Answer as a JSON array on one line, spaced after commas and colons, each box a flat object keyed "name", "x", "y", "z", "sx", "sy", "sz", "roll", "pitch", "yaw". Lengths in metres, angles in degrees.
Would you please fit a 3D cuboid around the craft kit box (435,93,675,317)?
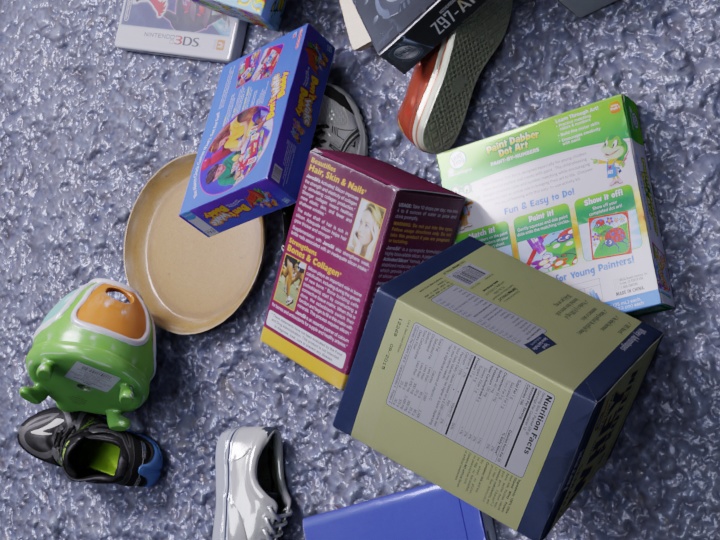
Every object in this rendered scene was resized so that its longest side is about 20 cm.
[{"name": "craft kit box", "x": 0.177, "y": -0.040, "z": 1.243, "sx": 0.198, "sy": 0.048, "sz": 0.200, "roll": -15, "pitch": 77, "yaw": 29}]

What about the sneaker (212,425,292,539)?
[{"name": "sneaker", "x": -0.107, "y": 0.256, "z": 1.358, "sx": 0.070, "sy": 0.073, "sz": 0.203, "roll": -14, "pitch": 75, "yaw": 33}]

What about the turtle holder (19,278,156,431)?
[{"name": "turtle holder", "x": -0.286, "y": 0.094, "z": 1.461, "sx": 0.139, "sy": 0.186, "sz": 0.133, "roll": 8, "pitch": 60, "yaw": 7}]

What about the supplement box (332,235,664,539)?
[{"name": "supplement box", "x": 0.120, "y": 0.091, "z": 1.129, "sx": 0.198, "sy": 0.200, "sz": 0.136, "roll": 27, "pitch": 115, "yaw": 19}]

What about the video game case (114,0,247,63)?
[{"name": "video game case", "x": -0.193, "y": -0.345, "z": 1.531, "sx": 0.181, "sy": 0.023, "sz": 0.203, "roll": 12, "pitch": 89, "yaw": 33}]

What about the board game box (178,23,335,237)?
[{"name": "board game box", "x": -0.106, "y": -0.145, "z": 1.373, "sx": 0.134, "sy": 0.045, "sz": 0.202, "roll": -18, "pitch": 48, "yaw": 40}]

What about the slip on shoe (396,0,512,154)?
[{"name": "slip on shoe", "x": 0.090, "y": -0.215, "z": 1.310, "sx": 0.061, "sy": 0.074, "sz": 0.202, "roll": 28, "pitch": 98, "yaw": 46}]

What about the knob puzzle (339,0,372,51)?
[{"name": "knob puzzle", "x": 0.058, "y": -0.345, "z": 1.370, "sx": 0.217, "sy": 0.030, "sz": 0.223, "roll": -6, "pitch": 79, "yaw": 32}]

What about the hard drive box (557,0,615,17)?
[{"name": "hard drive box", "x": 0.255, "y": -0.351, "z": 1.221, "sx": 0.198, "sy": 0.077, "sz": 0.158, "roll": -23, "pitch": 71, "yaw": 28}]

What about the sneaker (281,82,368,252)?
[{"name": "sneaker", "x": -0.043, "y": -0.101, "z": 1.364, "sx": 0.075, "sy": 0.087, "sz": 0.203, "roll": -8, "pitch": 77, "yaw": 32}]

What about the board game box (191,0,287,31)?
[{"name": "board game box", "x": -0.113, "y": -0.375, "z": 1.419, "sx": 0.102, "sy": 0.105, "sz": 0.202, "roll": 18, "pitch": 93, "yaw": 6}]

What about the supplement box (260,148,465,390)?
[{"name": "supplement box", "x": 0.000, "y": 0.000, "z": 1.287, "sx": 0.130, "sy": 0.102, "sz": 0.202, "roll": 28, "pitch": 107, "yaw": 42}]

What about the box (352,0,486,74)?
[{"name": "box", "x": 0.056, "y": -0.315, "z": 1.296, "sx": 0.160, "sy": 0.043, "sz": 0.201, "roll": -39, "pitch": 50, "yaw": 22}]

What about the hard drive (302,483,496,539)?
[{"name": "hard drive", "x": 0.041, "y": 0.284, "z": 1.289, "sx": 0.198, "sy": 0.025, "sz": 0.134, "roll": -20, "pitch": 73, "yaw": 28}]

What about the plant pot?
[{"name": "plant pot", "x": -0.179, "y": -0.029, "z": 1.473, "sx": 0.198, "sy": 0.027, "sz": 0.203, "roll": -6, "pitch": 79, "yaw": 32}]

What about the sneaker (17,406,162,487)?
[{"name": "sneaker", "x": -0.312, "y": 0.195, "z": 1.489, "sx": 0.198, "sy": 0.082, "sz": 0.072, "roll": 12, "pitch": 88, "yaw": 33}]
